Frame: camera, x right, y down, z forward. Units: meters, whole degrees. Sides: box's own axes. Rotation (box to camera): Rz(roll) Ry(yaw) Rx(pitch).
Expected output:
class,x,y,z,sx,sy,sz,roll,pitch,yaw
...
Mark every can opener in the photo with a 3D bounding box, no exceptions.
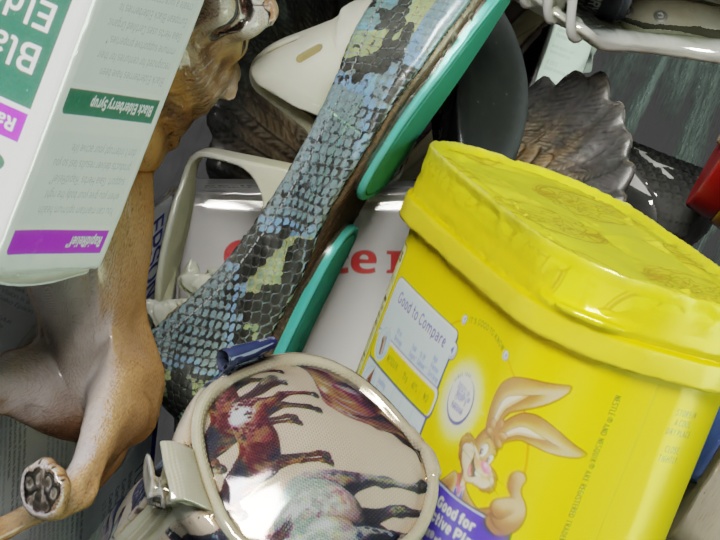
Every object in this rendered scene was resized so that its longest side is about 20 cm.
class,x,y,z,sx,sy,sz,roll,pitch,yaw
can opener,0.023,-0.124,0.924,0.053,0.066,0.201,147,-54,-65

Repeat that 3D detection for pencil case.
class,x,y,z,sx,sy,sz,roll,pitch,yaw
pencil case,-0.056,0.100,0.815,0.200,0.089,0.078,131,-35,-49

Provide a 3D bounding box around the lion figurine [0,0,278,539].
class,x,y,z,sx,sy,sz,roll,pitch,yaw
lion figurine,-0.084,-0.006,0.794,0.122,0.072,0.201,3,98,-70

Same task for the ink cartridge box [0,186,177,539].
class,x,y,z,sx,sy,sz,roll,pitch,yaw
ink cartridge box,-0.133,0.090,0.879,0.200,0.040,0.200,-53,160,-43

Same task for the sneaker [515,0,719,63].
class,x,y,z,sx,sy,sz,roll,pitch,yaw
sneaker,0.079,-0.125,0.975,0.071,0.199,0.073,-87,-174,-46

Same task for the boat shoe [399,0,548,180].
class,x,y,z,sx,sy,sz,roll,pitch,yaw
boat shoe,0.045,-0.129,1.061,0.201,0.073,0.075,-60,-157,15

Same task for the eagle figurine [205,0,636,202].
class,x,y,z,sx,sy,sz,roll,pitch,yaw
eagle figurine,-0.003,-0.005,1.025,0.151,0.151,0.200,-7,137,-42

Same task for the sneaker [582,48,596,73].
class,x,y,z,sx,sy,sz,roll,pitch,yaw
sneaker,0.096,-0.164,1.236,0.088,0.080,0.201,-2,116,-66

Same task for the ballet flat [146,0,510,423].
class,x,y,z,sx,sy,sz,roll,pitch,yaw
ballet flat,-0.020,-0.036,0.848,0.201,0.074,0.074,-59,167,10

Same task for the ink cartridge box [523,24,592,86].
class,x,y,z,sx,sy,sz,roll,pitch,yaw
ink cartridge box,0.067,-0.127,1.130,0.037,0.095,0.201,18,94,-43

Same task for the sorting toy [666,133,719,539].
class,x,y,z,sx,sy,sz,roll,pitch,yaw
sorting toy,0.146,0.003,0.974,0.201,0.069,0.199,-58,178,-2

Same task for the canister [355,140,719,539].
class,x,y,z,sx,sy,sz,roll,pitch,yaw
canister,0.040,0.076,0.828,0.201,0.086,0.149,-69,-154,12

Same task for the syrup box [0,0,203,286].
class,x,y,z,sx,sy,sz,roll,pitch,yaw
syrup box,-0.082,-0.103,0.679,0.201,0.078,0.081,-67,166,6

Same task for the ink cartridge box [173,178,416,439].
class,x,y,z,sx,sy,sz,roll,pitch,yaw
ink cartridge box,0.003,0.066,0.946,0.083,0.146,0.201,-119,-150,-81

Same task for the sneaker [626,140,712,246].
class,x,y,z,sx,sy,sz,roll,pitch,yaw
sneaker,0.101,-0.026,1.153,0.080,0.073,0.200,-68,-161,2
